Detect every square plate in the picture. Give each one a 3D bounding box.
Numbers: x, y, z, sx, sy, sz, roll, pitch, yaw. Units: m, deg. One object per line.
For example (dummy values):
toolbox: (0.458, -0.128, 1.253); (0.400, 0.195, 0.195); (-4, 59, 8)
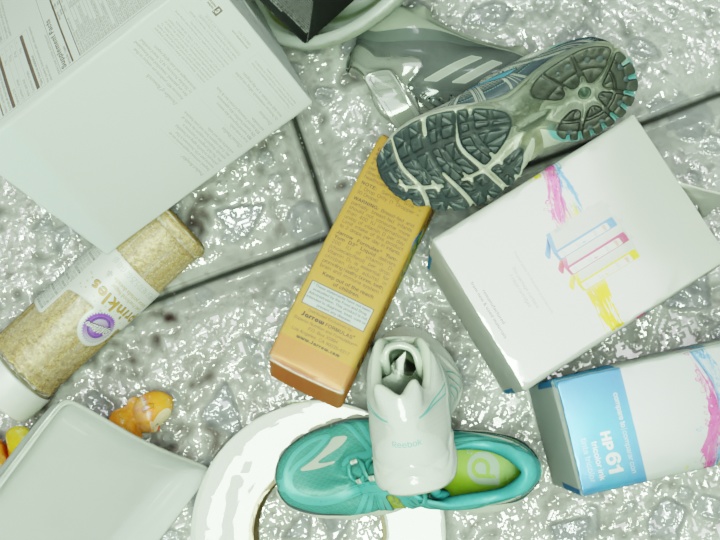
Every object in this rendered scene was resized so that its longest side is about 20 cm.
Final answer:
square plate: (-0.223, 0.193, 0.762); (0.028, 0.200, 0.199); (35, 84, 32)

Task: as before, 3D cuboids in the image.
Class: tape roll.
tape roll: (-0.032, 0.202, 0.821); (0.200, 0.037, 0.205); (0, 81, 2)

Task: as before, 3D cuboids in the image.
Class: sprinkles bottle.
sprinkles bottle: (-0.217, 0.028, 0.838); (0.200, 0.068, 0.068); (-44, 82, -4)

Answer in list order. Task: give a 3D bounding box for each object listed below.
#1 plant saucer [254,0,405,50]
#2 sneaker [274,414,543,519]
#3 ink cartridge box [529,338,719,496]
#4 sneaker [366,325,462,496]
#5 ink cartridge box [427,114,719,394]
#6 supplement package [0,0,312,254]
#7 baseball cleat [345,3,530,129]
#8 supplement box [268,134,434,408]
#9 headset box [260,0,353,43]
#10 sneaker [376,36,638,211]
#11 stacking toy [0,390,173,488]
plant saucer: (-0.003, -0.259, 0.853); (0.199, 0.050, 0.202); (-16, 60, 30)
sneaker: (0.034, 0.142, 0.769); (0.198, 0.080, 0.078); (-3, 81, 2)
ink cartridge box: (0.235, 0.099, 0.769); (0.198, 0.145, 0.086); (-14, 82, 1)
sneaker: (0.038, 0.076, 0.757); (0.070, 0.201, 0.081); (-9, 110, 4)
ink cartridge box: (0.166, -0.012, 0.797); (0.199, 0.129, 0.126); (-32, 82, -3)
supplement package: (-0.173, -0.152, 0.779); (0.199, 0.152, 0.151); (-35, 53, 8)
baseball cleat: (0.083, -0.144, 0.856); (0.199, 0.070, 0.107); (26, 90, 16)
supplement box: (0.000, 0.000, 0.817); (0.068, 0.067, 0.201); (23, 73, 4)
headset box: (-0.090, -0.291, 0.801); (0.075, 0.148, 0.201); (-38, 51, 13)
sneaker: (0.107, -0.110, 0.783); (0.198, 0.087, 0.078); (-22, 112, 16)
stacking toy: (-0.232, 0.151, 0.816); (0.199, 0.116, 0.110); (-28, 73, -16)
